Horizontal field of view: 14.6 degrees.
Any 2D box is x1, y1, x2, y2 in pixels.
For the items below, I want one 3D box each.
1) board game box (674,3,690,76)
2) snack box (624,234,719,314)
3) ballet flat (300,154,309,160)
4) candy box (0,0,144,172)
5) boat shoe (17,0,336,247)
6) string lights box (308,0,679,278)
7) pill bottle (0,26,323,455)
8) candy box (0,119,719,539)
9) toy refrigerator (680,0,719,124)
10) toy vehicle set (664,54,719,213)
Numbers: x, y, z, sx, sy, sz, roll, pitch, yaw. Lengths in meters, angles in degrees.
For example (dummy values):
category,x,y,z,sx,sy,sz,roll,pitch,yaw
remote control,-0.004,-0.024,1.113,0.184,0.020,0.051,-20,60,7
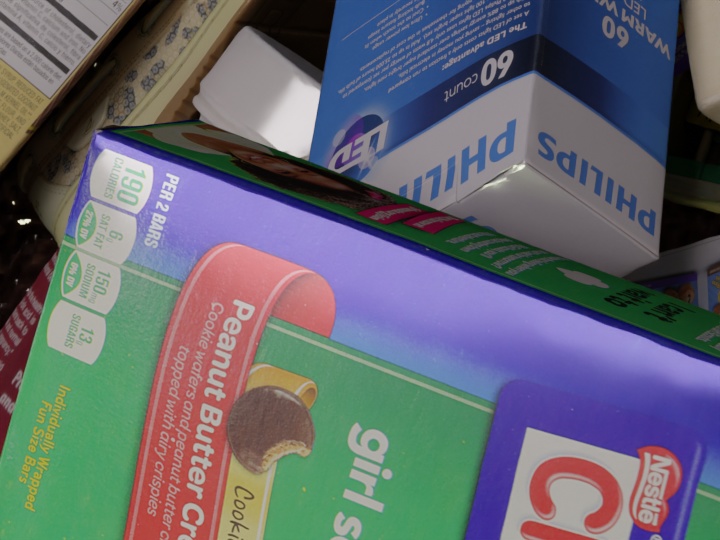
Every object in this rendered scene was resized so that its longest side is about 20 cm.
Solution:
category,x,y,z,sx,sy,sz,roll,pitch,yaw
board game box,0.115,-0.146,0.936,0.200,0.045,0.135,-28,56,32
snack box,0.154,0.013,0.853,0.200,0.024,0.072,-18,62,36
ballet flat,0.000,0.000,0.898,0.074,0.200,0.074,-29,48,38
candy box,-0.125,-0.089,1.034,0.055,0.115,0.200,39,98,-10
boat shoe,-0.054,-0.087,1.025,0.200,0.073,0.063,-48,59,11
string lights box,0.042,-0.078,0.860,0.103,0.059,0.200,-28,41,40
pill bottle,-0.058,0.024,0.975,0.114,0.114,0.200,38,96,29
candy box,0.009,0.072,0.717,0.200,0.077,0.169,20,103,14
toy refrigerator,0.196,-0.101,0.824,0.200,0.076,0.070,-24,59,35
toy vehicle set,0.188,-0.065,0.889,0.200,0.027,0.124,15,84,44
